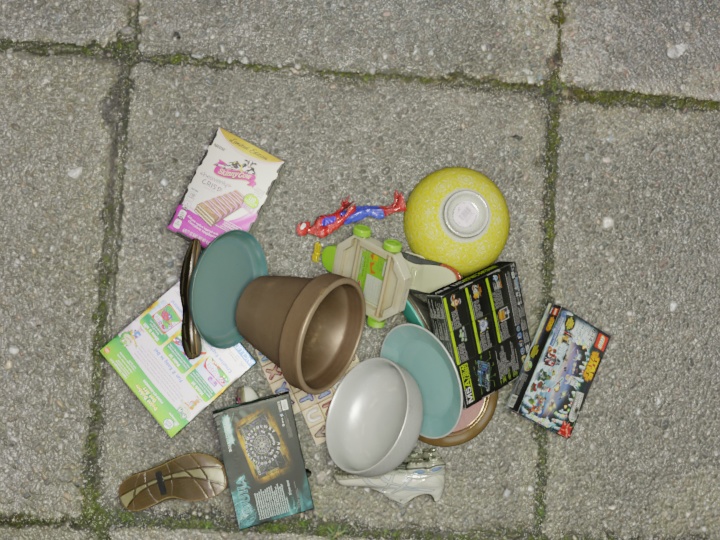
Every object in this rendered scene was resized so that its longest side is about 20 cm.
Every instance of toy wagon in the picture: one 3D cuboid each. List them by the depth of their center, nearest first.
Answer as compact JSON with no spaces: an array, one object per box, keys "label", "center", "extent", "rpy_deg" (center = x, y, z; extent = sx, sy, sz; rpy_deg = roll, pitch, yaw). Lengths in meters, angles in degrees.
[{"label":"toy wagon","center":[0.000,0.000,1.539],"extent":[0.198,0.039,0.158],"rpy_deg":[28,118,32]}]

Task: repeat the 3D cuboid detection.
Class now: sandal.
[{"label":"sandal","center":[-0.273,0.048,1.493],"extent":[0.054,0.081,0.204],"rpy_deg":[-1,86,-24]},{"label":"sandal","center":[-0.319,0.364,1.519],"extent":[0.197,0.054,0.082],"rpy_deg":[-16,81,10]}]

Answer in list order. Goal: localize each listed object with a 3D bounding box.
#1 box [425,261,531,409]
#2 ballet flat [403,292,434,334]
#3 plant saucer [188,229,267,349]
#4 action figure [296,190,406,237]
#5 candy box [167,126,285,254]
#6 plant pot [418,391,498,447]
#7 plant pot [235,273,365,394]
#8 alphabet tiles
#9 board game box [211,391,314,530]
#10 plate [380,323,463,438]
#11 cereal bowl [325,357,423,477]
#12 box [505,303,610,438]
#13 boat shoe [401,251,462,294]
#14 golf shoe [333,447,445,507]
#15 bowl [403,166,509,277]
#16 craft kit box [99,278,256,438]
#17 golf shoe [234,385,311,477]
[{"label":"box","center":[0.210,0.107,1.510],"extent":[0.191,0.047,0.203],"rpy_deg":[-22,104,-34]},{"label":"ballet flat","center":[0.135,0.120,1.540],"extent":[0.068,0.068,0.203],"rpy_deg":[-24,88,-18]},{"label":"plant saucer","center":[-0.226,0.030,1.485],"extent":[0.027,0.199,0.204],"rpy_deg":[10,83,29]},{"label":"action figure","center":[-0.020,-0.099,1.569],"extent":[0.197,0.065,0.052],"rpy_deg":[-20,109,-7]},{"label":"candy box","center":[-0.235,-0.130,1.557],"extent":[0.135,0.061,0.202],"rpy_deg":[26,84,-2]},{"label":"plant pot","center":[0.153,0.214,1.572],"extent":[0.196,0.027,0.204],"rpy_deg":[0,86,-4]},{"label":"plant pot","center":[-0.112,0.084,1.487],"extent":[0.173,0.200,0.203],"rpy_deg":[19,83,29]},{"label":"alphabet tiles","center":[-0.075,0.198,1.568],"extent":[0.165,0.008,0.203],"rpy_deg":[-24,87,-6]},{"label":"board game box","center":[-0.162,0.317,1.473],"extent":[0.133,0.028,0.204],"rpy_deg":[-12,95,-10]},{"label":"plate","center":[0.107,0.185,1.493],"extent":[0.025,0.199,0.203],"rpy_deg":[-17,86,-37]},{"label":"cereal bowl","center":[0.034,0.254,1.487],"extent":[0.083,0.199,0.203],"rpy_deg":[29,83,-35]},{"label":"box","center":[0.351,0.178,1.556],"extent":[0.136,0.040,0.203],"rpy_deg":[27,83,-28]},{"label":"boat shoe","center":[0.085,0.001,1.557],"extent":[0.197,0.062,0.072],"rpy_deg":[13,98,21]},{"label":"golf shoe","center":[0.052,0.373,1.532],"extent":[0.196,0.078,0.099],"rpy_deg":[-4,103,3]},{"label":"bowl","center":[0.179,-0.093,1.559],"extent":[0.196,0.108,0.204],"rpy_deg":[0,85,-4]},{"label":"craft kit box","center":[-0.316,0.151,1.538],"extent":[0.197,0.049,0.201],"rpy_deg":[-40,89,-9]},{"label":"golf shoe","center":[-0.154,0.287,1.526],"extent":[0.091,0.073,0.203],"rpy_deg":[-23,96,-10]}]
